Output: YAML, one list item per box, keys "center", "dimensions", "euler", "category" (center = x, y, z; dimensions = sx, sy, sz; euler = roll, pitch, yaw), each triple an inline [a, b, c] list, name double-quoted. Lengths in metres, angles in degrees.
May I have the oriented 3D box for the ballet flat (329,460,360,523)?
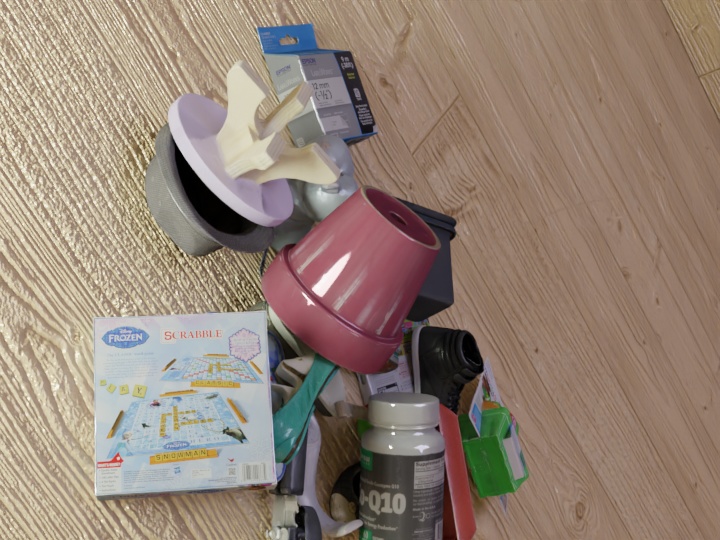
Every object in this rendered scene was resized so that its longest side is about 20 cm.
- center: [0.018, 0.291, 1.617]
  dimensions: [0.200, 0.056, 0.067]
  euler: [-35, 104, -53]
  category: "ballet flat"

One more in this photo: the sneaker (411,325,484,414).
- center: [0.138, 0.179, 1.754]
  dimensions: [0.070, 0.098, 0.202]
  euler: [-8, 90, -55]
  category: "sneaker"

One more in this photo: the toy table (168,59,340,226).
- center: [-0.126, -0.158, 1.432]
  dimensions: [0.200, 0.117, 0.185]
  euler: [40, 36, -28]
  category: "toy table"

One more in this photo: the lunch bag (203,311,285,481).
- center: [-0.160, 0.163, 1.418]
  dimensions: [0.160, 0.082, 0.202]
  euler: [22, 58, -45]
  category: "lunch bag"

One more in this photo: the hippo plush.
- center: [-0.087, -0.104, 1.568]
  dimensions: [0.159, 0.160, 0.202]
  euler: [16, 62, -49]
  category: "hippo plush"

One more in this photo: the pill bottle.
- center: [0.055, 0.267, 1.537]
  dimensions: [0.113, 0.112, 0.202]
  euler: [-3, 95, -53]
  category: "pill bottle"

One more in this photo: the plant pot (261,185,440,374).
- center: [0.000, 0.000, 1.488]
  dimensions: [0.199, 0.180, 0.200]
  euler: [34, 18, -13]
  category: "plant pot"

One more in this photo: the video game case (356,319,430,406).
- center: [0.050, 0.112, 1.772]
  dimensions: [0.199, 0.023, 0.184]
  euler: [-10, 83, -53]
  category: "video game case"

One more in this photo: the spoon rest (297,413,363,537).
- center: [-0.070, 0.257, 1.529]
  dimensions: [0.099, 0.060, 0.201]
  euler: [-13, 72, -52]
  category: "spoon rest"

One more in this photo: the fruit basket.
- center: [0.222, 0.261, 1.866]
  dimensions: [0.200, 0.093, 0.187]
  euler: [-51, 126, -60]
  category: "fruit basket"

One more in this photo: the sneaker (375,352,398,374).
- center: [-0.021, 0.080, 1.639]
  dimensions: [0.199, 0.071, 0.081]
  euler: [29, 50, -34]
  category: "sneaker"

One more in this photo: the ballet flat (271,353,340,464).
- center: [-0.079, 0.147, 1.420]
  dimensions: [0.070, 0.067, 0.201]
  euler: [39, 38, -8]
  category: "ballet flat"

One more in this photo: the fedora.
- center: [-0.203, -0.090, 1.465]
  dimensions: [0.176, 0.090, 0.201]
  euler: [-10, 71, -57]
  category: "fedora"

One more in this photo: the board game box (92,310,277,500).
- center: [-0.198, 0.149, 1.309]
  dimensions: [0.198, 0.041, 0.202]
  euler: [-1, 71, -10]
  category: "board game box"

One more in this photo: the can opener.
- center: [-0.085, 0.267, 1.468]
  dimensions: [0.066, 0.052, 0.202]
  euler: [8, 78, -40]
  category: "can opener"

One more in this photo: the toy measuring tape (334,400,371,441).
- center: [0.007, 0.212, 1.618]
  dimensions: [0.199, 0.073, 0.074]
  euler: [19, 60, -53]
  category: "toy measuring tape"

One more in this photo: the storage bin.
- center: [0.043, -0.008, 1.701]
  dimensions: [0.199, 0.145, 0.136]
  euler: [17, 56, -40]
  category: "storage bin"

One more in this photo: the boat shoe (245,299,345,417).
- center: [-0.084, 0.119, 1.557]
  dimensions: [0.203, 0.060, 0.072]
  euler: [60, 28, -27]
  category: "boat shoe"

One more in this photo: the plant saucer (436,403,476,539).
- center: [0.115, 0.292, 1.646]
  dimensions: [0.036, 0.200, 0.202]
  euler: [-7, 78, -10]
  category: "plant saucer"

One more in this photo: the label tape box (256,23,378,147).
- center: [-0.063, -0.284, 1.763]
  dimensions: [0.143, 0.066, 0.202]
  euler: [-20, 92, -54]
  category: "label tape box"
